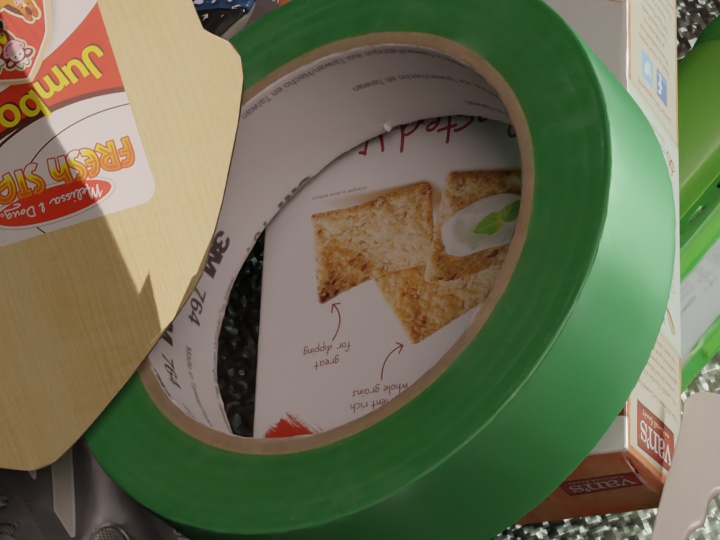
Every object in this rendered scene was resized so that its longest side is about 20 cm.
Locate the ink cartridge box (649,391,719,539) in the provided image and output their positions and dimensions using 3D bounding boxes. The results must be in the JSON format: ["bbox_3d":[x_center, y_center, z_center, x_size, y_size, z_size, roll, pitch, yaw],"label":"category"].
[{"bbox_3d":[0.187,0.119,0.874,0.200,0.067,0.117,14,60,10],"label":"ink cartridge box"}]

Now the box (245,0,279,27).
[{"bbox_3d":[-0.043,-0.129,1.060,0.143,0.036,0.200,25,68,0],"label":"box"}]

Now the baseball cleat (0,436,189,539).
[{"bbox_3d":[-0.118,0.073,0.947,0.200,0.070,0.106,37,64,6],"label":"baseball cleat"}]

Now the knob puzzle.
[{"bbox_3d":[-0.131,-0.033,0.875,0.220,0.030,0.220,0,89,-2],"label":"knob puzzle"}]

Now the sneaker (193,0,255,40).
[{"bbox_3d":[-0.117,-0.042,0.948,0.200,0.077,0.076,-32,69,-21],"label":"sneaker"}]

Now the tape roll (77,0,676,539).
[{"bbox_3d":[0.000,0.000,0.875,0.200,0.048,0.200,-18,54,26],"label":"tape roll"}]

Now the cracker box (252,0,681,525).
[{"bbox_3d":[0.037,-0.013,0.940,0.134,0.058,0.200,-10,63,23],"label":"cracker box"}]

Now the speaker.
[{"bbox_3d":[0.115,-0.014,1.014,0.088,0.088,0.200,40,68,7],"label":"speaker"}]
